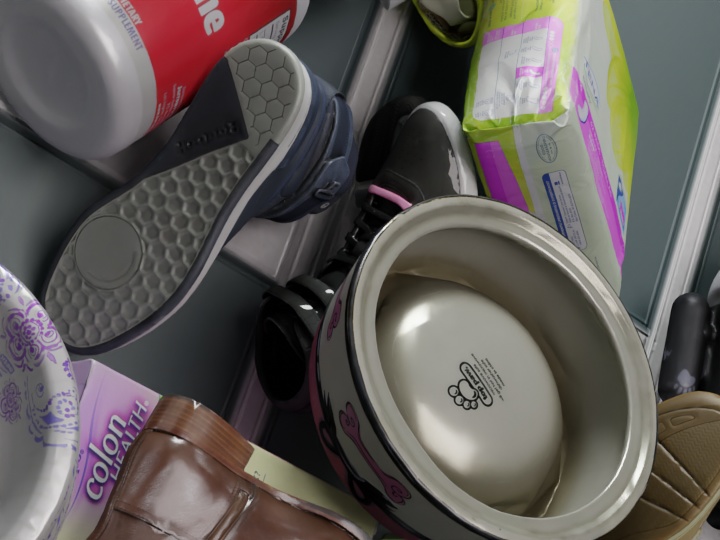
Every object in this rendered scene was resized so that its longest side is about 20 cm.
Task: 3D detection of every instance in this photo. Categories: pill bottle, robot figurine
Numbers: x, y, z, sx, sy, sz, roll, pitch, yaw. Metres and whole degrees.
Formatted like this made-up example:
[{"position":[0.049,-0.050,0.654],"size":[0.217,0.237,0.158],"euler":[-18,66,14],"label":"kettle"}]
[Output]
[{"position":[-0.101,-0.153,1.187],"size":[0.200,0.112,0.112],"euler":[-39,107,-35],"label":"pill bottle"},{"position":[0.282,0.078,1.445],"size":[0.150,0.125,0.200],"euler":[36,60,-55],"label":"robot figurine"}]

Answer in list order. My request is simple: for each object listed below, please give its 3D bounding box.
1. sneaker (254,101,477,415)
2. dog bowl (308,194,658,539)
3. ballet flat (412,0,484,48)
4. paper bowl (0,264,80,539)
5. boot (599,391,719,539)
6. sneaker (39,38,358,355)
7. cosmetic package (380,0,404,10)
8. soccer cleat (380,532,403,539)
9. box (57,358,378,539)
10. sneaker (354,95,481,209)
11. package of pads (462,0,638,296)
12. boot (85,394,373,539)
[{"position":[0.000,0.000,1.230],"size":[0.099,0.071,0.200],"euler":[1,111,-41],"label":"sneaker"},{"position":[0.060,0.064,1.155],"size":[0.200,0.074,0.200],"euler":[17,57,-29],"label":"dog bowl"},{"position":[0.028,-0.221,1.322],"size":[0.200,0.067,0.067],"euler":[58,33,-19],"label":"ballet flat"},{"position":[-0.234,0.085,1.022],"size":[0.200,0.104,0.201],"euler":[3,69,-9],"label":"paper bowl"},{"position":[0.168,0.171,1.260],"size":[0.200,0.072,0.155],"euler":[-51,145,0],"label":"boot"},{"position":[-0.082,-0.031,1.205],"size":[0.077,0.146,0.202],"euler":[44,97,13],"label":"sneaker"},{"position":[0.011,-0.267,1.251],"size":[0.113,0.081,0.200],"euler":[-29,82,-9],"label":"cosmetic package"},{"position":[0.043,0.211,1.269],"size":[0.200,0.065,0.084],"euler":[26,59,-34],"label":"soccer cleat"},{"position":[-0.114,0.170,1.136],"size":[0.200,0.097,0.176],"euler":[31,65,-31],"label":"box"},{"position":[0.065,-0.015,1.328],"size":[0.115,0.075,0.200],"euler":[-18,104,-43],"label":"sneaker"},{"position":[0.116,-0.091,1.296],"size":[0.200,0.068,0.155],"euler":[-77,154,-48],"label":"package of pads"},{"position":[-0.083,0.191,1.057],"size":[0.186,0.064,0.200],"euler":[40,60,-19],"label":"boot"}]
